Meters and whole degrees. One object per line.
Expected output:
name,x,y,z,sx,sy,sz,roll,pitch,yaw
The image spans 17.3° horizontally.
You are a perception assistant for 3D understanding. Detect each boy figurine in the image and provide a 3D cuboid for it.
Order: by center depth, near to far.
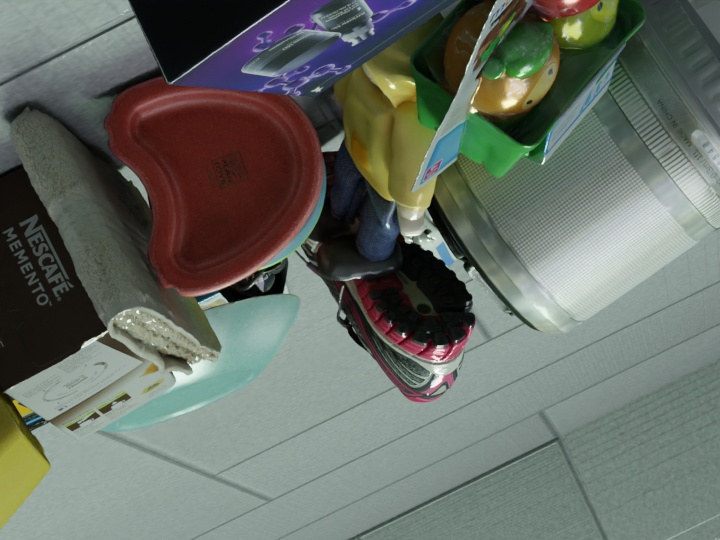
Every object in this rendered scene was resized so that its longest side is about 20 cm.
boy figurine,0.012,-0.078,1.409,0.064,0.125,0.201,-11,145,-19

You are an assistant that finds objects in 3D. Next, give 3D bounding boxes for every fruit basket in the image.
fruit basket,0.107,-0.145,1.289,0.185,0.094,0.200,-48,175,-32

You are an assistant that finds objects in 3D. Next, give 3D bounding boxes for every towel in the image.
towel,-0.137,-0.011,1.336,0.034,0.133,0.200,-31,164,3

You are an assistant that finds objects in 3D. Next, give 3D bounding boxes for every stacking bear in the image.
stacking bear,-0.076,-0.048,1.395,0.113,0.122,0.200,-20,176,-3

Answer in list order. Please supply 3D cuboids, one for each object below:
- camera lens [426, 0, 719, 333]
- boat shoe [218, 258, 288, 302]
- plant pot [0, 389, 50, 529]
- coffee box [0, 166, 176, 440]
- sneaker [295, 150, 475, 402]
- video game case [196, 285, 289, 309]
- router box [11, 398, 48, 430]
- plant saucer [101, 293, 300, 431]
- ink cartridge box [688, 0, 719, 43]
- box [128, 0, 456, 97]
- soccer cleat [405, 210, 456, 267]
camera lens,0.146,-0.070,1.467,0.199,0.161,0.160,-35,165,13
boat shoe,-0.079,-0.013,1.600,0.069,0.067,0.200,-23,167,-8
plant pot,-0.294,0.098,1.379,0.176,0.201,0.200,-32,168,-7
coffee box,-0.184,0.023,1.431,0.079,0.115,0.200,-29,168,-1
sneaker,0.000,0.000,1.522,0.080,0.201,0.075,-16,142,-22
video game case,-0.122,0.042,1.844,0.142,0.018,0.200,-25,167,-4
router box,-0.249,0.078,1.668,0.199,0.051,0.149,-25,167,7
plant saucer,-0.128,0.073,1.640,0.200,0.039,0.201,-21,169,-4
ink cartridge box,0.272,-0.157,1.653,0.147,0.086,0.200,-28,168,13
box,0.003,-0.166,1.129,0.199,0.079,0.141,-32,168,27
soccer cleat,0.058,-0.038,1.752,0.086,0.070,0.200,-19,166,-28
